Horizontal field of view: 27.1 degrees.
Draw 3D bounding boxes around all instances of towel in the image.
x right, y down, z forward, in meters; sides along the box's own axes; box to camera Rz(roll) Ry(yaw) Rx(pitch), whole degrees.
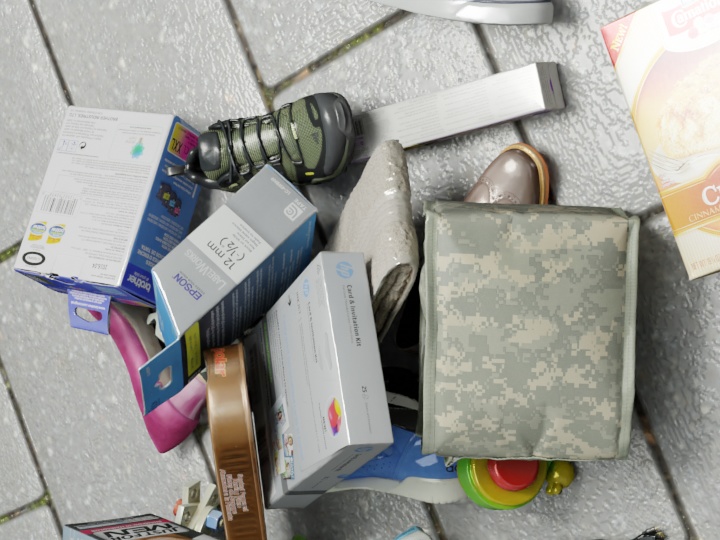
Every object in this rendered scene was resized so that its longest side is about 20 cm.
[{"bbox_3d":[0.000,0.000,1.226,0.200,0.034,0.133,117,154,-49],"label":"towel"}]

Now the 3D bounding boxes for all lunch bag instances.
[{"bbox_3d":[0.126,0.050,1.146,0.164,0.118,0.200,1,97,1],"label":"lunch bag"}]

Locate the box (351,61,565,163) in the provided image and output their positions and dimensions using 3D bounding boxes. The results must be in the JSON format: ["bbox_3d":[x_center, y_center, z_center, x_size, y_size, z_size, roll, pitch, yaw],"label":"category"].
[{"bbox_3d":[0.071,-0.129,1.236,0.200,0.039,0.041,-14,90,34],"label":"box"}]

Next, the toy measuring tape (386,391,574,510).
[{"bbox_3d":[0.079,0.149,1.201,0.200,0.074,0.074,17,110,-12],"label":"toy measuring tape"}]

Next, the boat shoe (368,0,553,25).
[{"bbox_3d":[0.069,-0.241,1.209,0.200,0.072,0.066,21,112,38],"label":"boat shoe"}]

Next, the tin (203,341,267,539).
[{"bbox_3d":[-0.106,0.152,1.269,0.042,0.112,0.200,-5,125,-1],"label":"tin"}]

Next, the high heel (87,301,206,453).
[{"bbox_3d":[-0.228,0.082,1.445,0.200,0.067,0.096,40,106,8],"label":"high heel"}]

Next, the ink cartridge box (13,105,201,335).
[{"bbox_3d":[-0.232,-0.045,1.382,0.136,0.076,0.200,9,75,33],"label":"ink cartridge box"}]

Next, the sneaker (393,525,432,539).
[{"bbox_3d":[0.019,0.255,1.260,0.075,0.200,0.087,-162,83,-73],"label":"sneaker"}]

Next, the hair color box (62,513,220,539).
[{"bbox_3d":[-0.168,0.268,1.310,0.200,0.099,0.061,9,97,47],"label":"hair color box"}]

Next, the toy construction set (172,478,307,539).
[{"bbox_3d":[-0.107,0.279,1.373,0.200,0.092,0.131,24,133,37],"label":"toy construction set"}]

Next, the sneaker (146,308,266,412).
[{"bbox_3d":[-0.110,0.059,1.358,0.200,0.074,0.089,35,115,24],"label":"sneaker"}]

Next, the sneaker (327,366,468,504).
[{"bbox_3d":[0.002,0.134,1.290,0.200,0.077,0.111,3,104,29],"label":"sneaker"}]

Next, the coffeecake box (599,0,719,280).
[{"bbox_3d":[0.284,-0.114,1.078,0.153,0.073,0.200,-23,83,34],"label":"coffeecake box"}]

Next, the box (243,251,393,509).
[{"bbox_3d":[-0.039,0.093,1.202,0.200,0.041,0.156,132,134,-59],"label":"box"}]

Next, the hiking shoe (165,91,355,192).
[{"bbox_3d":[-0.085,-0.100,1.280,0.200,0.101,0.076,-20,83,53],"label":"hiking shoe"}]

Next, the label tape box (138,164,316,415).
[{"bbox_3d":[-0.129,0.020,1.262,0.066,0.200,0.143,44,161,12],"label":"label tape box"}]

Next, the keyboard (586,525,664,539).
[{"bbox_3d":[0.200,0.272,1.214,0.200,0.021,0.127,-8,92,33],"label":"keyboard"}]

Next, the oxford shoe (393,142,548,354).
[{"bbox_3d":[0.090,-0.012,1.218,0.071,0.073,0.200,35,113,26],"label":"oxford shoe"}]
